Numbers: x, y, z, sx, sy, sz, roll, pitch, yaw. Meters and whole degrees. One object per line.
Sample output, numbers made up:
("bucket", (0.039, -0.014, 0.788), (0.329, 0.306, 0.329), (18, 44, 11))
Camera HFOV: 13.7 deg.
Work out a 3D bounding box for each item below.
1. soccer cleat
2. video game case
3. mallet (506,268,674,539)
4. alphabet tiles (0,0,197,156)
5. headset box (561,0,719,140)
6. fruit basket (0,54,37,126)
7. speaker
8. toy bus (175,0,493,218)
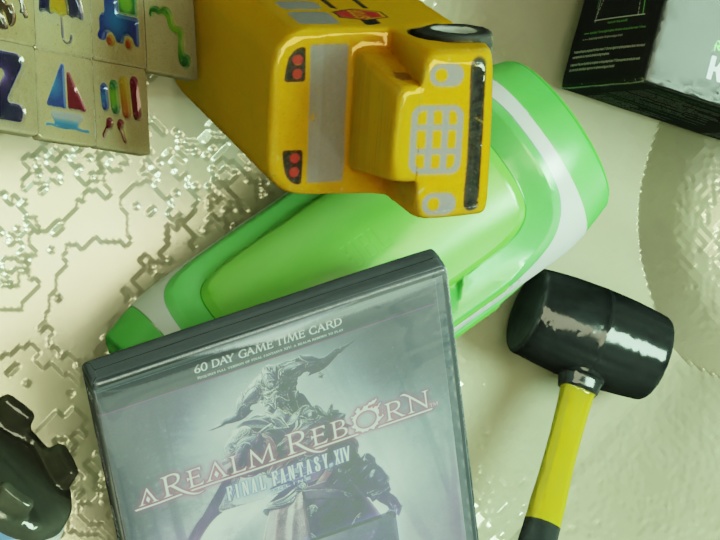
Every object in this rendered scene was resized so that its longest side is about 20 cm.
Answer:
("soccer cleat", (-0.195, 0.044, 1.157), (0.200, 0.086, 0.070), (51, 34, 8))
("video game case", (-0.025, 0.095, 1.171), (0.143, 0.019, 0.200), (-18, 129, -13))
("mallet", (0.067, 0.092, 1.213), (0.066, 0.041, 0.200), (29, 66, -11))
("alphabet tiles", (-0.115, -0.145, 1.106), (0.166, 0.006, 0.200), (6, 78, -56))
("headset box", (0.200, -0.146, 1.239), (0.174, 0.093, 0.200), (18, 86, -18))
("fruit basket", (-0.229, -0.113, 1.115), (0.216, 0.156, 0.216), (9, 114, 20))
("speaker", (0.000, 0.000, 1.198), (0.200, 0.088, 0.088), (-35, 98, -12))
("toy bus", (-0.011, -0.074, 1.130), (0.078, 0.200, 0.065), (-1, 106, -16))
